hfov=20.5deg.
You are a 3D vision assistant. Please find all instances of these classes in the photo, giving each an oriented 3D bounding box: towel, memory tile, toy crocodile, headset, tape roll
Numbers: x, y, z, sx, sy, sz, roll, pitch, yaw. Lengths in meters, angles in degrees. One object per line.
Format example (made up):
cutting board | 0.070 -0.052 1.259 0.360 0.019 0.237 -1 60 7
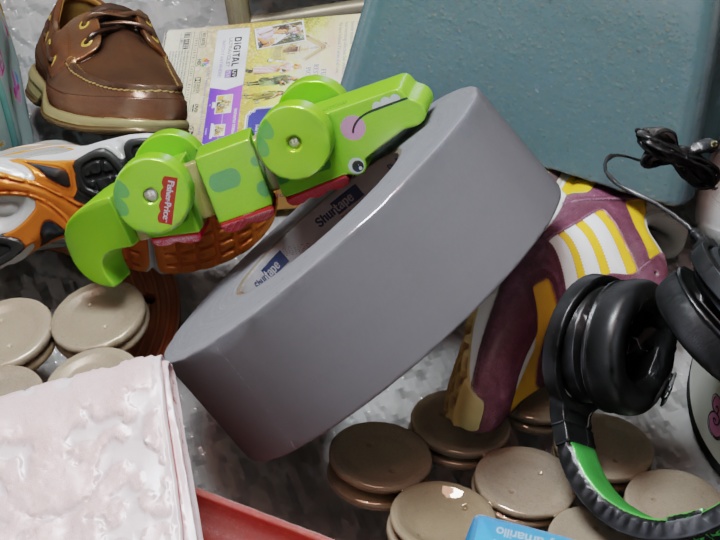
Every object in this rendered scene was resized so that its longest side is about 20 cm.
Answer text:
towel | -0.165 0.144 0.872 0.199 0.032 0.192 -15 60 3
memory tile | -0.178 0.087 0.975 0.152 0.017 0.201 -11 42 6
toy crocodile | -0.056 -0.048 0.988 0.199 0.062 0.068 -20 15 10
headset | 0.150 0.029 0.921 0.123 0.094 0.201 -18 67 33
tape roll | 0.000 0.000 0.961 0.200 0.066 0.200 -40 9 7
memory tile | 0.092 0.116 0.925 0.153 0.017 0.200 -20 43 -34

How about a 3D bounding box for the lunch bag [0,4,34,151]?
lunch bag | -0.249 -0.148 1.166 0.077 0.161 0.201 -15 46 -6

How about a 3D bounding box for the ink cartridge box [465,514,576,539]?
ink cartridge box | 0.076 0.226 0.731 0.144 0.148 0.201 16 47 1

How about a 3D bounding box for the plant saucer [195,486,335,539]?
plant saucer | -0.068 0.199 0.884 0.199 0.037 0.200 17 51 25

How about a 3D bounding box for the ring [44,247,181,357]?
ring | -0.193 0.037 1.076 0.199 0.019 0.201 -5 45 4

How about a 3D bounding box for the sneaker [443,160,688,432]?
sneaker | 0.108 0.016 0.993 0.090 0.075 0.200 22 43 8

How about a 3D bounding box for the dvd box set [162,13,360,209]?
dvd box set | -0.023 -0.095 1.166 0.199 0.029 0.147 -5 45 6

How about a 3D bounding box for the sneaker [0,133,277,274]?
sneaker | -0.140 -0.045 1.079 0.199 0.076 0.092 0 17 8

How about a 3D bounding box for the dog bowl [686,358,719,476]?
dog bowl | 0.258 0.037 0.960 0.199 0.074 0.201 -5 46 5

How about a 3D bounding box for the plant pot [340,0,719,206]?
plant pot | 0.123 -0.186 1.058 0.195 0.201 0.196 19 32 12

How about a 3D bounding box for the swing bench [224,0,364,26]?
swing bench | 0.001 -0.264 1.208 0.198 0.201 0.130 -9 45 1

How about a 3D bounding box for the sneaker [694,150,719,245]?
sneaker | 0.246 -0.088 1.080 0.076 0.081 0.200 29 58 30

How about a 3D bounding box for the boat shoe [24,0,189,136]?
boat shoe | -0.146 -0.117 1.129 0.072 0.068 0.200 2 14 -23
